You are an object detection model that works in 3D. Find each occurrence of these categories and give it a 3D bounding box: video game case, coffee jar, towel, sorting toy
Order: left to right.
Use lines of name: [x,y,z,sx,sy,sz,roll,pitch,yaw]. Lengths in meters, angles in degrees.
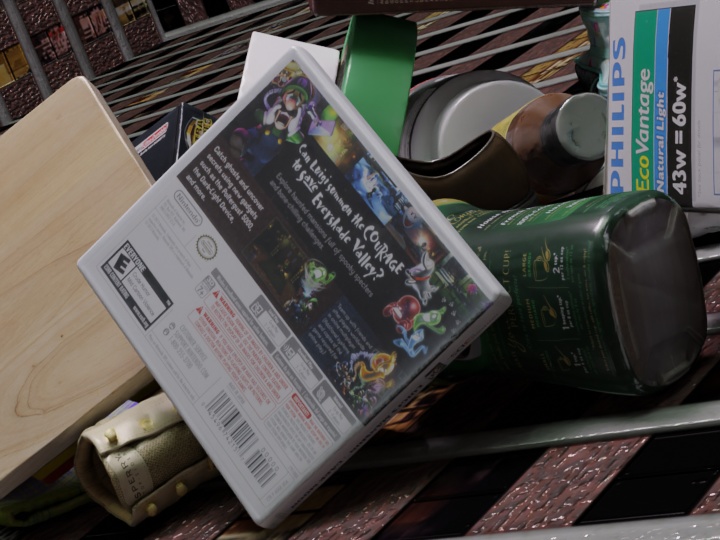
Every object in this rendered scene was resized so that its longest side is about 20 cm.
sorting toy: [-0.193,0.019,1.246,0.200,0.199,0.070,-38,-29,6]
towel: [-0.199,0.123,1.333,0.143,0.023,0.200,-26,13,-20]
video game case: [-0.041,0.006,1.093,0.182,0.200,0.023,-44,-27,11]
coffee jar: [0.087,0.012,1.099,0.199,0.105,0.085,0,18,45]

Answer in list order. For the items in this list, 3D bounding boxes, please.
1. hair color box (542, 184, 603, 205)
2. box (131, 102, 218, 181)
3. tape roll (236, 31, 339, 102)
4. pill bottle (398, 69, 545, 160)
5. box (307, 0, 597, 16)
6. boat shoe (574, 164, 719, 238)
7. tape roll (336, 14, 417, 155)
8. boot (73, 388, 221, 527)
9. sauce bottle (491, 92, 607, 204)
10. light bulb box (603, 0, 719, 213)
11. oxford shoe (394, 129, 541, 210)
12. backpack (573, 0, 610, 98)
hair color box: [0.084,0.011,1.236,0.199,0.062,0.102,-19,14,17]
box: [-0.173,-0.007,1.443,0.200,0.046,0.160,-31,45,43]
tape roll: [-0.070,-0.077,1.526,0.070,0.204,0.203,11,13,-4]
pill bottle: [0.086,-0.090,1.480,0.113,0.115,0.200,-23,7,-7]
box: [0.061,-0.220,1.406,0.198,0.076,0.100,-4,12,-3]
boat shoe: [0.229,-0.064,1.260,0.199,0.074,0.067,-20,4,6]
tape roll: [-0.003,-0.087,1.452,0.048,0.202,0.201,11,13,-3]
boot: [-0.074,0.086,1.151,0.155,0.073,0.200,-27,8,-27]
sauce bottle: [0.120,-0.077,1.259,0.064,0.065,0.200,-24,1,-10]
light bulb box: [0.263,-0.090,1.070,0.197,0.126,0.200,0,3,-26]
oxford shoe: [0.006,-0.030,1.212,0.199,0.085,0.073,-24,16,1]
backpack: [0.241,-0.138,1.393,0.175,0.154,0.200,-16,21,3]
